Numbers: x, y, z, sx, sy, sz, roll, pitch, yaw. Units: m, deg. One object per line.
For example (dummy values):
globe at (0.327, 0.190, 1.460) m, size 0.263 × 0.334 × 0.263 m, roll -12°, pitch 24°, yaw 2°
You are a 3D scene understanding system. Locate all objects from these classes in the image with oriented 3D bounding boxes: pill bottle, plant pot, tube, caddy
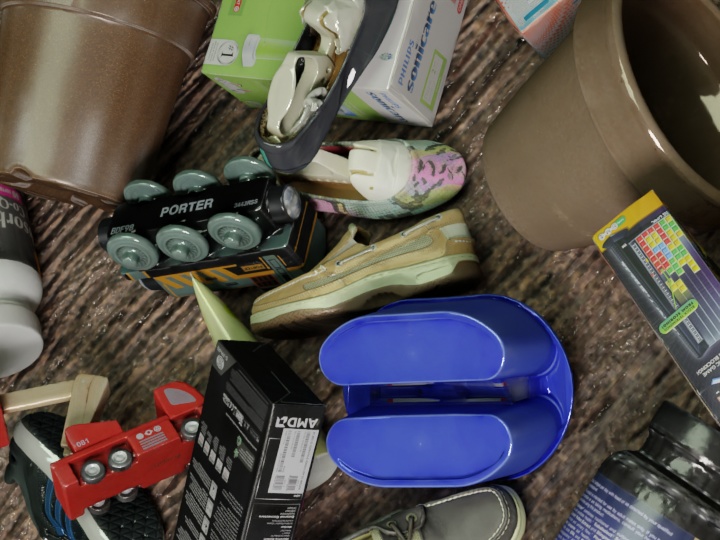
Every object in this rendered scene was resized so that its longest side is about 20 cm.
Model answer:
pill bottle at (0.192, 0.197, 1.258) m, size 0.111 × 0.112 × 0.201 m, roll 32°, pitch 90°, yaw 36°
plant pot at (-0.248, -0.164, 1.631) m, size 0.198 × 0.200 × 0.201 m, roll 9°, pitch 83°, yaw 33°
tube at (-0.084, 0.089, 1.498) m, size 0.201 × 0.051 × 0.058 m, roll 56°, pitch 138°, yaw 31°
pill bottle at (-0.354, -0.009, 1.672) m, size 0.116 × 0.116 × 0.202 m, roll -29°, pitch 59°, yaw 18°
plant pot at (0.189, -0.098, 1.351) m, size 0.174 × 0.199 × 0.202 m, roll -32°, pitch 56°, yaw 38°
caddy at (0.063, 0.093, 1.387) m, size 0.198 × 0.105 × 0.143 m, roll -3°, pitch 93°, yaw 30°

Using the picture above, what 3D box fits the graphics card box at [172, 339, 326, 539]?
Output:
graphics card box at (-0.091, 0.169, 1.411) m, size 0.125 × 0.050 × 0.202 m, roll 41°, pitch 122°, yaw 58°

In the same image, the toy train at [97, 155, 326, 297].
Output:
toy train at (-0.125, -0.027, 1.539) m, size 0.198 × 0.114 × 0.086 m, roll -10°, pitch 50°, yaw 29°

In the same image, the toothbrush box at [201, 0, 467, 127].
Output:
toothbrush box at (-0.020, -0.214, 1.567) m, size 0.198 × 0.086 × 0.147 m, roll 8°, pitch 76°, yaw 34°

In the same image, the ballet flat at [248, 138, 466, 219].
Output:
ballet flat at (-0.011, -0.082, 1.519) m, size 0.198 × 0.071 × 0.070 m, roll 1°, pitch 71°, yaw 31°

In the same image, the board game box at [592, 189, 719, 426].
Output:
board game box at (0.249, 0.055, 1.226) m, size 0.057 × 0.200 × 0.166 m, roll -38°, pitch 57°, yaw 10°

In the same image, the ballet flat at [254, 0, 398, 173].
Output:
ballet flat at (-0.030, -0.174, 1.468) m, size 0.073 × 0.073 × 0.202 m, roll 27°, pitch 89°, yaw 36°

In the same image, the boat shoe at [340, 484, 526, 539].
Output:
boat shoe at (0.030, 0.219, 1.376) m, size 0.200 × 0.066 × 0.072 m, roll -29°, pitch 60°, yaw 20°

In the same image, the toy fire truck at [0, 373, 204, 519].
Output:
toy fire truck at (-0.228, 0.132, 1.524) m, size 0.198 × 0.049 × 0.141 m, roll -22°, pitch 50°, yaw -19°

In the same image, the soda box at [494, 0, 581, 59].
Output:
soda box at (0.203, -0.258, 1.460) m, size 0.199 × 0.068 × 0.064 m, roll -39°, pitch 56°, yaw 13°

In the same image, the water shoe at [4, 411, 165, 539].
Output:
water shoe at (-0.234, 0.206, 1.556) m, size 0.200 × 0.071 × 0.079 m, roll 46°, pitch 124°, yaw 35°

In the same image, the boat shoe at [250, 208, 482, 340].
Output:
boat shoe at (0.000, 0.000, 1.478) m, size 0.198 × 0.072 × 0.077 m, roll -16°, pitch 76°, yaw 14°
